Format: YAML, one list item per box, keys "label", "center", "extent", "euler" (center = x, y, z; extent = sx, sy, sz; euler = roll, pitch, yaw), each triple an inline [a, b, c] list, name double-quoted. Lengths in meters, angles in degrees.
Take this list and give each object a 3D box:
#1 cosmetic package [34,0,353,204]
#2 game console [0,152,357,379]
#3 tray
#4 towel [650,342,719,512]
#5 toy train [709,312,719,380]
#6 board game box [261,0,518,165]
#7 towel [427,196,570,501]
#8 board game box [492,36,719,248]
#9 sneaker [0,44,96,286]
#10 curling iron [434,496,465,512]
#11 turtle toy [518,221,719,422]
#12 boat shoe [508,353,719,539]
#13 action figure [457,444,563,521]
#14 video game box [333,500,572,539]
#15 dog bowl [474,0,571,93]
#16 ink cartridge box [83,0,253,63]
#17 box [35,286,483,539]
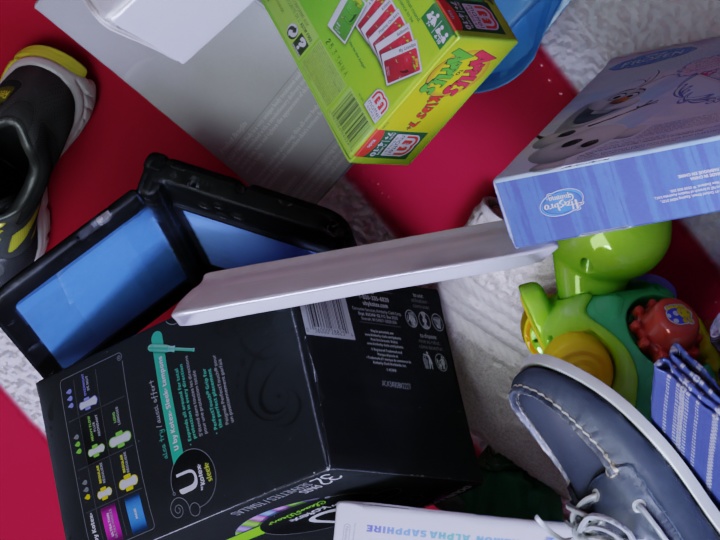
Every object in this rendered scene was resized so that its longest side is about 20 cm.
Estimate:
- label: "cosmetic package"
  center: [-0.070, -0.136, 1.625]
  extent: [0.200, 0.090, 0.107]
  euler: [43, 126, -3]
- label: "game console"
  center: [-0.095, 0.020, 1.649]
  extent: [0.176, 0.117, 0.200]
  euler: [18, 167, 10]
- label: "tray"
  center: [0.000, 0.000, 1.506]
  extent: [0.200, 0.107, 0.022]
  euler: [-10, 85, -2]
- label: "towel"
  center: [0.223, 0.129, 1.429]
  extent: [0.200, 0.024, 0.145]
  euler: [40, 161, 23]
- label: "toy train"
  center: [0.266, 0.079, 1.453]
  extent: [0.114, 0.087, 0.200]
  euler: [-38, 100, 28]
- label: "board game box"
  center: [-0.005, -0.165, 1.534]
  extent: [0.102, 0.048, 0.200]
  euler: [-48, 59, 34]
- label: "towel"
  center: [0.121, 0.062, 1.685]
  extent: [0.200, 0.034, 0.133]
  euler: [34, 115, 0]
- label: "board game box"
  center: [0.194, -0.079, 1.478]
  extent: [0.200, 0.199, 0.043]
  euler: [-10, 108, 27]
- label: "sneaker"
  center: [-0.226, -0.045, 1.741]
  extent: [0.074, 0.085, 0.200]
  euler: [27, 126, 6]
- label: "curling iron"
  center: [-0.019, 0.089, 1.760]
  extent: [0.200, 0.026, 0.050]
  euler: [32, 120, 11]
- label: "turtle toy"
  center: [0.148, 0.042, 1.586]
  extent: [0.101, 0.146, 0.200]
  euler: [-25, 102, 2]
- label: "boat shoe"
  center: [0.142, 0.130, 1.484]
  extent: [0.200, 0.062, 0.075]
  euler: [49, 162, -5]
- label: "action figure"
  center: [0.095, 0.183, 1.769]
  extent: [0.118, 0.055, 0.200]
  euler: [5, 114, 21]
- label: "video game box"
  center: [0.095, 0.169, 1.633]
  extent: [0.182, 0.200, 0.047]
  euler: [2, 79, 15]
- label: "dog bowl"
  center: [0.082, -0.183, 1.555]
  extent: [0.111, 0.050, 0.200]
  euler: [41, 125, -5]
- label: "ink cartridge box"
  center: [-0.076, -0.228, 1.492]
  extent: [0.200, 0.083, 0.145]
  euler: [-41, 63, 12]
- label: "box"
  center: [-0.060, 0.093, 1.657]
  extent: [0.200, 0.148, 0.124]
  euler: [-26, 68, 34]
